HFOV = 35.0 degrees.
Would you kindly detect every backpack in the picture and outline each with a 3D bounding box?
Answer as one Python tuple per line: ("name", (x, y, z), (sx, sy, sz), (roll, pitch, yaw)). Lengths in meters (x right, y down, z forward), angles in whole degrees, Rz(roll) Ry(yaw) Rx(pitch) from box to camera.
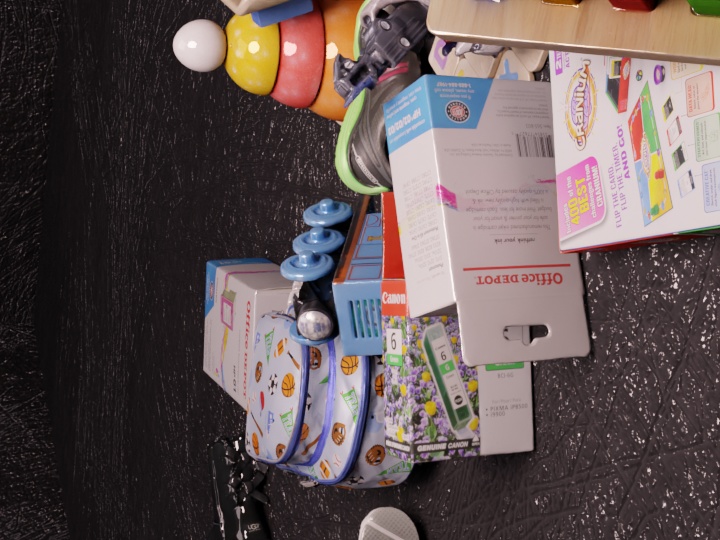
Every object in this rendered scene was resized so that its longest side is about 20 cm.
("backpack", (-0.018, 0.113, 1.057), (0.190, 0.152, 0.203), (-1, 88, 57))

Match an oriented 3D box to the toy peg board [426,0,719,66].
("toy peg board", (0.127, -0.222, 0.585), (0.197, 0.098, 0.203), (12, 91, 28))

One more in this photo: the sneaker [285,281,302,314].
("sneaker", (-0.047, 0.084, 1.209), (0.091, 0.076, 0.203), (155, 120, -80))

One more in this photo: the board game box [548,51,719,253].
("board game box", (0.186, -0.095, 0.689), (0.200, 0.040, 0.155), (171, 97, -66))

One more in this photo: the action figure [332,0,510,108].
("action figure", (0.035, -0.215, 0.804), (0.104, 0.193, 0.201), (-25, 29, 55))

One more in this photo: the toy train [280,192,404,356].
("toy train", (0.000, 0.000, 0.982), (0.201, 0.113, 0.088), (-73, -21, -62))

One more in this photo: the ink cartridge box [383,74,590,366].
("ink cartridge box", (0.090, -0.031, 0.817), (0.068, 0.114, 0.203), (-23, 71, 60))

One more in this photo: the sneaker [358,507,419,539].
("sneaker", (0.029, 0.321, 1.065), (0.080, 0.069, 0.203), (143, 126, -80))

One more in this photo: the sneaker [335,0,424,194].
("sneaker", (0.035, -0.167, 1.021), (0.083, 0.076, 0.203), (11, 96, 30))

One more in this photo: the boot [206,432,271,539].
("boot", (-0.179, 0.313, 1.524), (0.198, 0.073, 0.165), (-37, 60, 54))

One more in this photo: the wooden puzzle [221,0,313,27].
("wooden puzzle", (-0.051, -0.278, 1.070), (0.200, 0.183, 0.047), (-135, 27, -59))

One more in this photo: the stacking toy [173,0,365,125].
("stacking toy", (-0.083, -0.215, 1.108), (0.146, 0.197, 0.148), (178, 90, -66))

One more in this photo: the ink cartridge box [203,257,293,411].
("ink cartridge box", (-0.121, 0.073, 1.359), (0.200, 0.084, 0.147), (-158, 69, -63))

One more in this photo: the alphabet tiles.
("alphabet tiles", (0.103, -0.225, 0.908), (0.197, 0.014, 0.201), (-114, 32, -42))

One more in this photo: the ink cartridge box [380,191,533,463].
("ink cartridge box", (0.073, 0.040, 0.874), (0.050, 0.108, 0.203), (179, 90, -66))
